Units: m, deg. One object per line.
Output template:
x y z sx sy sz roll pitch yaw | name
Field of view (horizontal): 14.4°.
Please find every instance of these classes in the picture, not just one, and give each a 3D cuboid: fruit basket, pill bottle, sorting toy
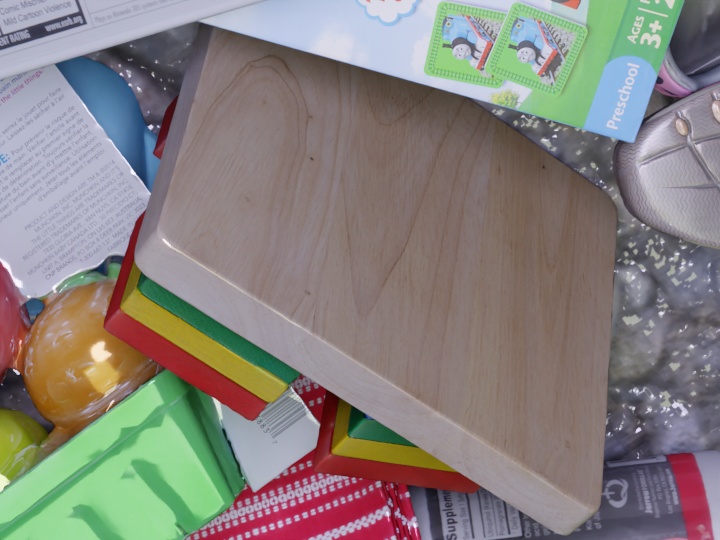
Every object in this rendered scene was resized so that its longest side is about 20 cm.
-0.142 0.040 1.144 0.185 0.094 0.200 -37 86 8 | fruit basket
0.067 0.143 1.223 0.199 0.111 0.111 -7 114 0 | pill bottle
0.000 0.000 1.114 0.198 0.200 0.070 33 124 -16 | sorting toy

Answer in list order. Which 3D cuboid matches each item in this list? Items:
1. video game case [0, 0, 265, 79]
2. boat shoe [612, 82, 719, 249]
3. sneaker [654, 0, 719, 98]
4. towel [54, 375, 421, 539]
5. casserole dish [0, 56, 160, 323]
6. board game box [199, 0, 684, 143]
-0.093 -0.174 1.012 0.199 0.023 0.183 -14 105 22 | video game case
0.188 -0.049 1.141 0.199 0.073 0.075 -10 94 -20 | boat shoe
0.189 -0.135 1.121 0.200 0.082 0.070 -40 109 13 | sneaker
-0.048 0.109 1.183 0.144 0.022 0.201 -18 76 12 | towel
-0.176 -0.026 1.173 0.199 0.039 0.122 -2 115 -4 | casserole dish
0.029 -0.144 1.044 0.199 0.037 0.152 15 115 -5 | board game box
